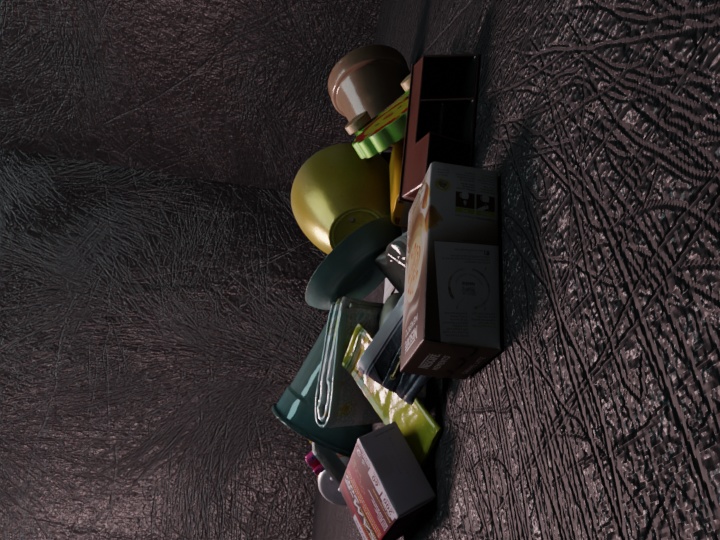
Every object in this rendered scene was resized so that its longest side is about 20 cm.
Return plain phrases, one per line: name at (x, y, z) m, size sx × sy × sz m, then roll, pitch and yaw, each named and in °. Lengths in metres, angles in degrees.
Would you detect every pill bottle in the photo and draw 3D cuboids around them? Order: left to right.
pill bottle at (-0.038, 0.409, 1.320) m, size 0.200 × 0.110 × 0.114 m, roll -98°, pitch 17°, yaw -72°

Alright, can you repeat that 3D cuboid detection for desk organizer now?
desk organizer at (0.107, -0.193, 0.801) m, size 0.077 × 0.070 × 0.204 m, roll 155°, pitch 123°, yaw -68°

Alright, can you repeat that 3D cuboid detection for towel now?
towel at (0.012, 0.149, 0.965) m, size 0.048 × 0.169 × 0.204 m, roll 11°, pitch 91°, yaw 48°
towel at (0.036, 0.169, 0.819) m, size 0.200 × 0.018 × 0.087 m, roll 50°, pitch 137°, yaw 38°

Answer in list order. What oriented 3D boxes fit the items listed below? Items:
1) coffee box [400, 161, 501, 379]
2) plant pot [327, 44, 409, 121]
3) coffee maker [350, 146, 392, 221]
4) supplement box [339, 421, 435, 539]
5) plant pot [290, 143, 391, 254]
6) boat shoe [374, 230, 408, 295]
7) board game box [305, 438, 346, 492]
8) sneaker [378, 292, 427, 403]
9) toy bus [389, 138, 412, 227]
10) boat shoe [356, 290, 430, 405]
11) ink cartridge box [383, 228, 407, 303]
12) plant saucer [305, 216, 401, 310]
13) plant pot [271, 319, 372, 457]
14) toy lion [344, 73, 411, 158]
coffee box at (0.096, 0.002, 0.649) m, size 0.115 × 0.078 × 0.204 m, roll 109°, pitch 168°, yaw -64°
plant pot at (0.035, -0.383, 1.381) m, size 0.201 × 0.196 × 0.177 m, roll 107°, pitch 152°, yaw -60°
coffee maker at (0.025, -0.135, 1.247) m, size 0.192 × 0.132 × 0.205 m, roll 93°, pitch 180°, yaw -83°
supplement box at (0.029, 0.302, 0.819) m, size 0.110 × 0.060 × 0.202 m, roll 58°, pitch 154°, yaw 29°
plant pot at (-0.017, -0.098, 1.034) m, size 0.143 × 0.196 × 0.203 m, roll -109°, pitch 26°, yaw -56°
boat shoe at (0.069, -0.015, 0.860) m, size 0.064 × 0.075 × 0.202 m, roll -39°, pitch -9°, yaw -11°
board game box at (-0.034, 0.382, 1.072) m, size 0.201 × 0.026 × 0.200 m, roll 54°, pitch 175°, yaw -3°
sneaker at (0.072, 0.113, 0.870) m, size 0.094 × 0.069 × 0.203 m, roll 126°, pitch 152°, yaw -53°
toy bus at (0.087, -0.125, 0.920) m, size 0.202 × 0.077 × 0.066 m, roll -89°, pitch 8°, yaw -48°
boat shoe at (0.086, 0.068, 0.767) m, size 0.202 × 0.090 × 0.071 m, roll -56°, pitch -11°, yaw -1°
ink cartridge box at (0.078, -0.029, 1.071) m, size 0.200 × 0.040 × 0.204 m, roll 113°, pitch 163°, yaw -69°
plant saucer at (0.000, 0.000, 0.959) m, size 0.036 × 0.198 × 0.201 m, roll 47°, pitch 150°, yaw 21°
plant pot at (-0.035, 0.210, 1.113) m, size 0.199 × 0.197 × 0.200 m, roll -64°, pitch 4°, yaw -5°
toy lion at (0.066, -0.245, 0.934) m, size 0.199 × 0.069 × 0.191 m, roll -40°, pitch 17°, yaw -8°
